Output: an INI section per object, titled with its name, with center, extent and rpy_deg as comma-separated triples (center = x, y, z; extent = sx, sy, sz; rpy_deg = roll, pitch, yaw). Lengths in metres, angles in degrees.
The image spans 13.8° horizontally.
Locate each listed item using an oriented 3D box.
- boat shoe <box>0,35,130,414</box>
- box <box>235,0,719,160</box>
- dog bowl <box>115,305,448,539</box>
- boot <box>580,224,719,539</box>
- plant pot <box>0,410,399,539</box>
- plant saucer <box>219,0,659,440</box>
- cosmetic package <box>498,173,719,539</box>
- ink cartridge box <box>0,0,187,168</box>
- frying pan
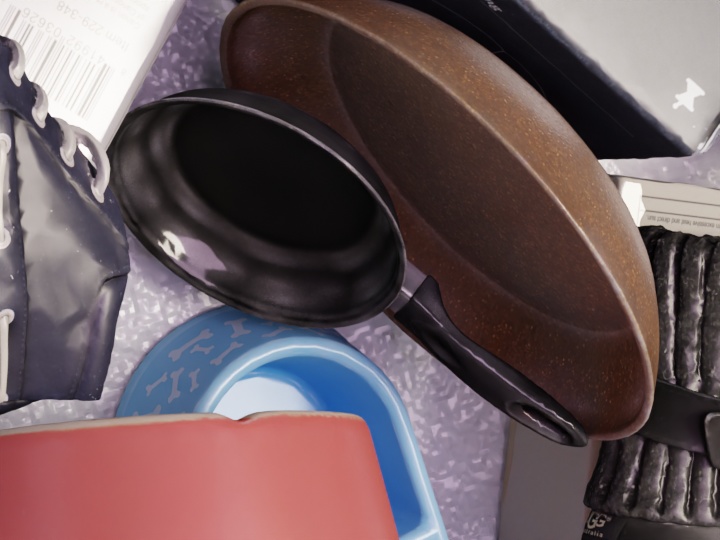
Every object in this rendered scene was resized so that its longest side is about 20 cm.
[boat shoe]
center = -0.122, -0.046, 0.949
extent = 0.093, 0.075, 0.200
rpy_deg = 1, 100, -32
[box]
center = 0.030, -0.141, 1.032
extent = 0.200, 0.197, 0.124
rpy_deg = 40, 77, -21
[dog bowl]
center = -0.017, 0.110, 1.102
extent = 0.111, 0.050, 0.200
rpy_deg = -22, 101, -22
[boot]
center = 0.178, 0.076, 1.089
extent = 0.211, 0.079, 0.158
rpy_deg = 15, 87, -22
[plant pot]
center = -0.061, 0.140, 0.973
extent = 0.200, 0.200, 0.178
rpy_deg = 0, 81, -25
[plant saucer]
center = 0.035, -0.026, 1.026
extent = 0.037, 0.200, 0.200
rpy_deg = -44, 108, -18
[cosmetic package]
center = 0.116, 0.067, 1.148
extent = 0.103, 0.073, 0.200
rpy_deg = 8, 89, -25
[ink cartridge box]
center = -0.167, -0.057, 1.006
extent = 0.148, 0.086, 0.200
rpy_deg = 33, 80, -23
[frying pan]
center = 0.000, -0.011, 1.027
extent = 0.190, 0.115, 0.031
rpy_deg = 20, 55, 10
